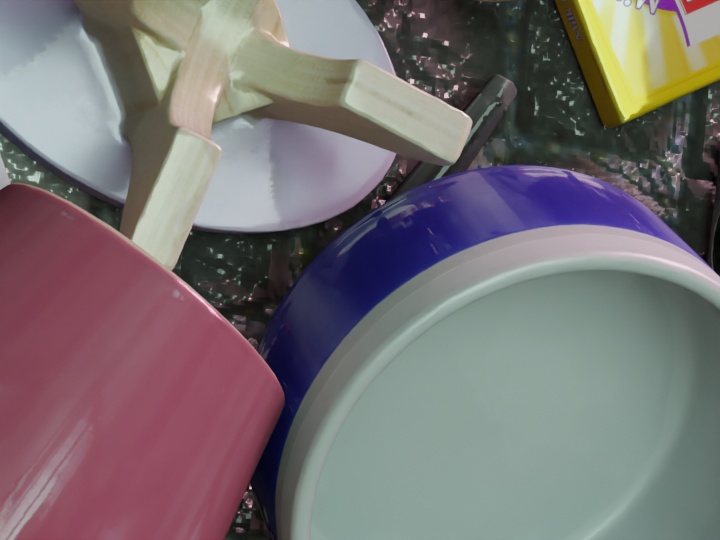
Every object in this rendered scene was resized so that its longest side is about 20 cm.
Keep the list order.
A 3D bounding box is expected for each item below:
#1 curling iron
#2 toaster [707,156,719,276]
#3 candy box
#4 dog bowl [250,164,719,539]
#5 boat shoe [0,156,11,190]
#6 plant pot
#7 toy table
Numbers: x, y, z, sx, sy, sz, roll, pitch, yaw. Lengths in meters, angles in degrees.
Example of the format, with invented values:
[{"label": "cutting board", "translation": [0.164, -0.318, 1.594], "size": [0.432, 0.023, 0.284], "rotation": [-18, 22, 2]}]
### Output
[{"label": "curling iron", "translation": [0.000, 0.000, 0.956], "size": [0.026, 0.050, 0.200], "rotation": [38, 76, 14]}, {"label": "toaster", "translation": [0.243, 0.043, 0.996], "size": [0.198, 0.119, 0.183], "rotation": [10, 86, -18]}, {"label": "candy box", "translation": [0.112, -0.172, 1.008], "size": [0.102, 0.026, 0.201], "rotation": [-24, 96, -14]}, {"label": "dog bowl", "translation": [0.058, 0.065, 0.911], "size": [0.198, 0.079, 0.202], "rotation": [-9, 121, -16]}, {"label": "boat shoe", "translation": [-0.207, -0.087, 0.874], "size": [0.086, 0.075, 0.203], "rotation": [-32, 96, -17]}, {"label": "plant pot", "translation": [-0.128, 0.078, 0.831], "size": [0.200, 0.200, 0.179], "rotation": [41, 75, -13]}, {"label": "toy table", "translation": [-0.061, -0.086, 0.901], "size": [0.198, 0.117, 0.186], "rotation": [14, 84, -18]}]
